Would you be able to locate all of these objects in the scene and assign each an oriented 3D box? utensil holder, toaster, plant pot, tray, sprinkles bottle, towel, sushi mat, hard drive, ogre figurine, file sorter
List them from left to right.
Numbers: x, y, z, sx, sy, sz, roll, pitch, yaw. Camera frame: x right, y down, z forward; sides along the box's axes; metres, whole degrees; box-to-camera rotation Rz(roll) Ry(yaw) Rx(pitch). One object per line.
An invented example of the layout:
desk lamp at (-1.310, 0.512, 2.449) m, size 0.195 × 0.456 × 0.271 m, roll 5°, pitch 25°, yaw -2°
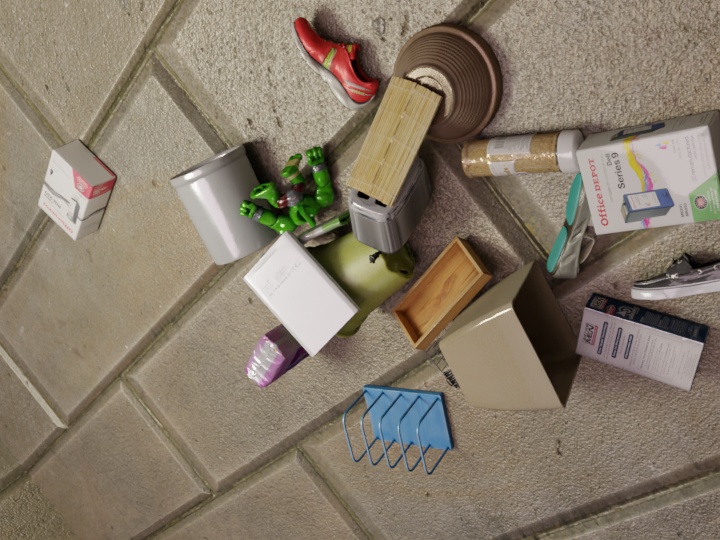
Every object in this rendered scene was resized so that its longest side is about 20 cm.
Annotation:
utensil holder at (-0.278, -0.136, 1.623) m, size 0.168 × 0.170 × 0.202 m, roll -14°, pitch 108°, yaw 37°
ogre figurine at (-0.135, -0.144, 1.547) m, size 0.120 × 0.200 × 0.098 m, roll 51°, pitch 167°, yaw -28°
hard drive at (-0.111, 0.044, 1.453) m, size 0.200 × 0.025 × 0.132 m, roll 47°, pitch 107°, yaw 7°
towel at (-0.092, -0.067, 1.524) m, size 0.198 × 0.149 × 0.031 m, roll -24°, pitch 98°, yaw 26°
plant pot at (0.000, 0.000, 1.513) m, size 0.183 × 0.200 × 0.202 m, roll -32°, pitch 95°, yaw 29°
toaster at (0.047, -0.126, 1.381) m, size 0.112 × 0.201 × 0.130 m, roll 24°, pitch 159°, yaw 20°
sushi mat at (0.055, -0.215, 1.288) m, size 0.095 × 0.012 × 0.202 m, roll 29°, pitch 102°, yaw 20°
file sorter at (0.079, 0.347, 1.675) m, size 0.197 × 0.123 × 0.141 m, roll 0°, pitch 115°, yaw 33°
plant pot at (0.132, -0.306, 1.309) m, size 0.198 × 0.093 × 0.204 m, roll 15°, pitch 121°, yaw 26°
tray at (0.151, 0.045, 1.457) m, size 0.200 × 0.037 × 0.099 m, roll -49°, pitch 50°, yaw 22°
plant pot at (0.258, 0.134, 1.376) m, size 0.176 × 0.200 × 0.202 m, roll -24°, pitch 100°, yaw 32°
sprinkles bottle at (0.270, -0.193, 1.293) m, size 0.198 × 0.068 × 0.069 m, roll 1°, pitch 115°, yaw 34°

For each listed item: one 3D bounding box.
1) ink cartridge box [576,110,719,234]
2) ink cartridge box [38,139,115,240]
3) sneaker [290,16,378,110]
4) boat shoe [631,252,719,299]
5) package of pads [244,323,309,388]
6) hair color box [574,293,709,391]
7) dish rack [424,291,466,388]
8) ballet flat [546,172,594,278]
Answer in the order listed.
ink cartridge box at (0.449, -0.146, 1.188) m, size 0.198 × 0.087 × 0.147 m, roll -5°, pitch 112°, yaw 37°
ink cartridge box at (-0.709, -0.198, 1.930) m, size 0.145 × 0.085 × 0.201 m, roll 42°, pitch 132°, yaw 7°
sneaker at (-0.042, -0.388, 1.403) m, size 0.085 × 0.077 × 0.200 m, roll -39°, pitch 97°, yaw 29°
boat shoe at (0.528, 0.004, 1.233) m, size 0.198 × 0.069 × 0.067 m, roll -11°, pitch 91°, yaw 40°
package of pads at (-0.153, 0.160, 1.678) m, size 0.076 × 0.199 × 0.121 m, roll 45°, pitch 127°, yaw 11°
hair color box at (0.479, 0.120, 1.327) m, size 0.198 × 0.060 × 0.101 m, roll 18°, pitch 123°, yaw 24°
dish rack at (0.186, 0.134, 1.536) m, size 0.201 × 0.055 × 0.153 m, roll 50°, pitch 131°, yaw -2°
ballet flat at (0.369, -0.074, 1.306) m, size 0.063 × 0.068 × 0.202 m, roll 8°, pitch 123°, yaw -2°
